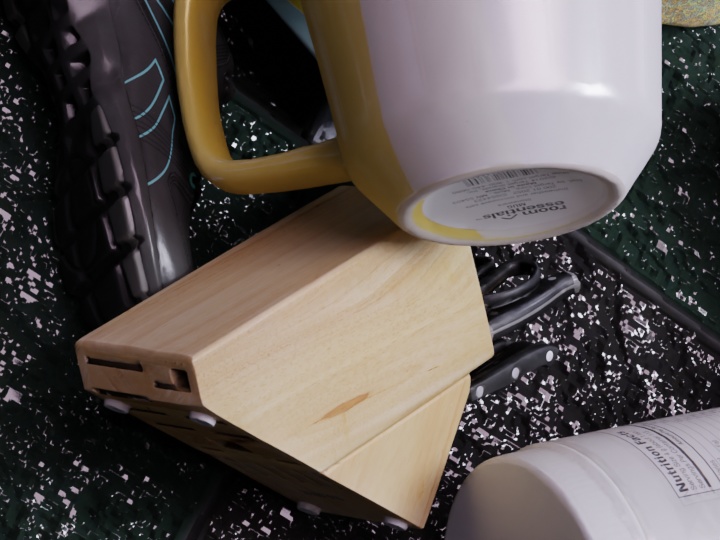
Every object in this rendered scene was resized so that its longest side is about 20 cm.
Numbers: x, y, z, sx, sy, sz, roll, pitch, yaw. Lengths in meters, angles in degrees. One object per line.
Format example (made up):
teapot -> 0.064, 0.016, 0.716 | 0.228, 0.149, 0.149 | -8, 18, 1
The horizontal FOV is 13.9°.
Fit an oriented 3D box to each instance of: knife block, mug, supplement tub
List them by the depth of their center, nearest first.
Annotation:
mug -> 0.036, -0.088, 1.085 | 0.149, 0.186, 0.154 | 5, 68, -31
knife block -> 0.000, 0.000, 1.125 | 0.200, 0.064, 0.176 | 32, 70, -45
supplement tub -> 0.147, 0.118, 1.154 | 0.199, 0.132, 0.133 | -10, 75, -28

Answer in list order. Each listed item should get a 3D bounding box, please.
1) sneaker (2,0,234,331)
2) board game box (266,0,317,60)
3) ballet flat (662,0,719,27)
sneaker -> -0.081, -0.060, 1.144 | 0.079, 0.075, 0.201 | -4, 73, -29
board game box -> 0.001, -0.180, 1.181 | 0.151, 0.047, 0.200 | -39, 100, 12
ballet flat -> 0.118, -0.146, 1.280 | 0.199, 0.071, 0.071 | 1, 70, -26
